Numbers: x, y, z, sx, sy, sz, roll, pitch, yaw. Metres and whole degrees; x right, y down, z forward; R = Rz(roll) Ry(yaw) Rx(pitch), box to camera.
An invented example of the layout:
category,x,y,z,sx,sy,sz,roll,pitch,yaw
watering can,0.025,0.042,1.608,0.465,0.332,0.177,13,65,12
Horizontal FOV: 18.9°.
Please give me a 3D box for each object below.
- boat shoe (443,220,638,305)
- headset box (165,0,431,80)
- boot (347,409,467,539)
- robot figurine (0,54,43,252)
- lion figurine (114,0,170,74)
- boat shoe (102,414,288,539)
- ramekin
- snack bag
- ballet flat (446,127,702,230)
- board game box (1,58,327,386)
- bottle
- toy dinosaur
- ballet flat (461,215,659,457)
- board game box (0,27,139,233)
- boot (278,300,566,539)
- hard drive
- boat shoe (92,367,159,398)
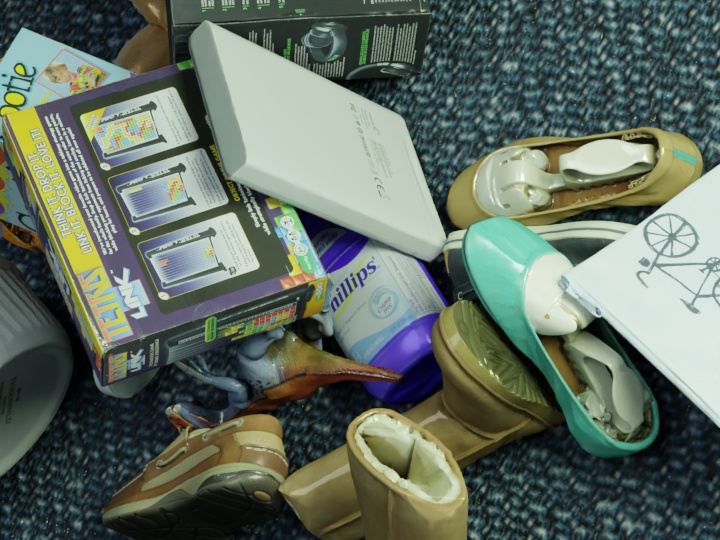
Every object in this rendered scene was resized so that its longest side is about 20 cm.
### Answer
category,x,y,z,sx,sy,sz,roll,pitch,yaw
boat shoe,0.144,0.001,1.493,0.199,0.075,0.063,-3,79,36
headset box,-0.059,-0.231,1.585,0.199,0.093,0.175,-5,64,-7
boot,0.057,0.211,1.417,0.175,0.200,0.066,32,53,31
robot figurine,-0.277,-0.094,1.755,0.200,0.058,0.145,34,110,37
lion figurine,-0.168,-0.164,1.692,0.122,0.073,0.200,36,80,23
boat shoe,-0.116,0.155,1.596,0.200,0.076,0.074,-22,49,46
ramekin,-0.310,0.091,1.672,0.094,0.202,0.203,38,99,19
snack bag,0.259,0.018,1.382,0.200,0.021,0.189,-34,61,-23
ballet flat,0.139,-0.070,1.516,0.199,0.063,0.069,-11,73,29
board game box,-0.137,-0.038,1.489,0.165,0.057,0.200,-18,64,-16
bottle,0.000,0.000,1.578,0.084,0.065,0.200,-46,60,26
toy dinosaur,-0.078,0.083,1.568,0.200,0.105,0.182,50,144,32
ballet flat,0.142,0.042,1.425,0.067,0.200,0.070,-46,25,-28
board game box,-0.183,-0.077,1.598,0.199,0.103,0.105,23,57,4
boot,0.030,0.113,1.476,0.200,0.175,0.066,-30,53,18
hard drive,-0.029,-0.089,1.525,0.027,0.200,0.132,-39,50,27
boat shoe,-0.181,0.000,1.683,0.068,0.074,0.200,4,79,34
